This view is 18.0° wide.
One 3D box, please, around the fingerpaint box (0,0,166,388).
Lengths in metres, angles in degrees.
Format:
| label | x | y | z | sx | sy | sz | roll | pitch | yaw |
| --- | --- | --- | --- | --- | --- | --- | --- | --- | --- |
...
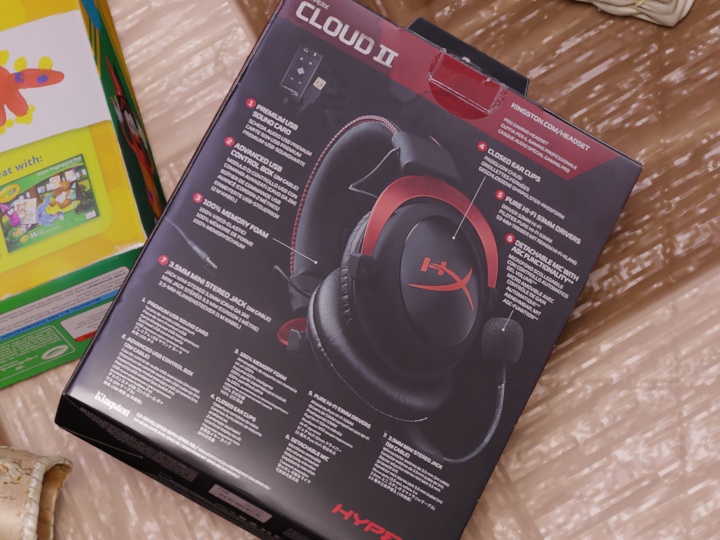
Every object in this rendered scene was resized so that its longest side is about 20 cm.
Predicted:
| label | x | y | z | sx | sy | sz | roll | pitch | yaw |
| --- | --- | --- | --- | --- | --- | --- | --- | --- | --- |
| fingerpaint box | -0.186 | -0.030 | 0.931 | 0.199 | 0.073 | 0.168 | -22 | 63 | 5 |

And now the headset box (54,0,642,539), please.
| label | x | y | z | sx | sy | sz | roll | pitch | yaw |
| --- | --- | --- | --- | --- | --- | --- | --- | --- | --- |
| headset box | 0.000 | 0.000 | 0.834 | 0.148 | 0.075 | 0.201 | 28 | 75 | -4 |

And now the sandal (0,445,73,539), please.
| label | x | y | z | sx | sy | sz | roll | pitch | yaw |
| --- | --- | --- | --- | --- | --- | --- | --- | --- | --- |
| sandal | -0.128 | 0.103 | 0.858 | 0.070 | 0.078 | 0.212 | -40 | 72 | -21 |

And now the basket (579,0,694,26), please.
| label | x | y | z | sx | sy | sz | roll | pitch | yaw |
| --- | --- | --- | --- | --- | --- | --- | --- | --- | --- |
| basket | 0.062 | -0.195 | 0.909 | 0.199 | 0.123 | 0.136 | 20 | 73 | 24 |
